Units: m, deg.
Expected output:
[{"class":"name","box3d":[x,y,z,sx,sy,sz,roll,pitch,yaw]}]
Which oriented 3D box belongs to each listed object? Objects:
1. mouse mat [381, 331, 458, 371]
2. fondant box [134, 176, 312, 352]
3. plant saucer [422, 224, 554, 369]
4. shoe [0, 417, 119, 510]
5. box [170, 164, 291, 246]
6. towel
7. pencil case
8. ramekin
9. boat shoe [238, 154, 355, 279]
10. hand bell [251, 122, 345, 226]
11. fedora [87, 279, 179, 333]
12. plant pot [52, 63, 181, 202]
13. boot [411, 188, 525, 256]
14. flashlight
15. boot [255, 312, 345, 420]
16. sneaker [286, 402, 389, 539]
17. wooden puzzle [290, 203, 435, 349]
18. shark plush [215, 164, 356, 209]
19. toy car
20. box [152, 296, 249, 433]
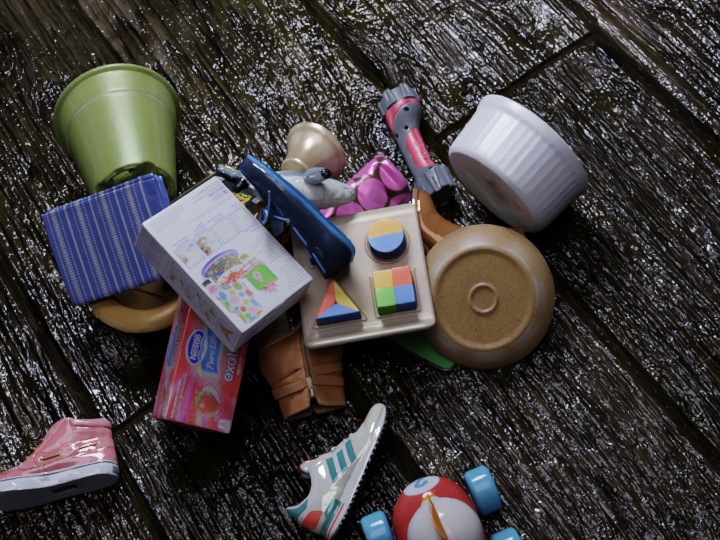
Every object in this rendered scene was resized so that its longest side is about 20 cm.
[{"class":"mouse mat","box3d":[0.111,0.035,1.733,0.159,0.008,0.201,26,68,20]},{"class":"fondant box","box3d":[-0.182,-0.011,1.590,0.200,0.058,0.144,45,51,9]},{"class":"plant saucer","box3d":[0.170,0.038,1.649,0.197,0.035,0.204,0,93,8]},{"class":"shoe","box3d":[-0.437,0.268,1.660,0.197,0.072,0.092,-12,59,-4]},{"class":"box","box3d":[-0.191,-0.070,1.754,0.158,0.050,0.200,28,37,15]},{"class":"towel","box3d":[-0.348,-0.043,1.694,0.197,0.024,0.147,-16,96,19]},{"class":"pencil case","box3d":[-0.004,-0.077,1.766,0.093,0.091,0.200,32,69,25]},{"class":"ramekin","box3d":[0.219,-0.146,1.709,0.200,0.201,0.098,39,81,25]},{"class":"boat shoe","box3d":[-0.096,-0.070,1.603,0.200,0.084,0.069,44,96,6]},{"class":"hand bell","box3d":[-0.112,-0.123,1.758,0.103,0.105,0.200,20,45,18]},{"class":"fedora","box3d":[-0.307,0.021,1.763,0.197,0.082,0.203,-6,58,10]},{"class":"plant pot","box3d":[-0.349,-0.170,1.784,0.197,0.201,0.191,-21,48,-3]},{"class":"boot","box3d":[0.160,-0.044,1.714,0.153,0.077,0.203,-18,66,5]},{"class":"flashlight","box3d":[0.091,-0.192,1.825,0.067,0.068,0.202,-21,59,-6]},{"class":"boot","box3d":[-0.044,0.114,1.671,0.197,0.077,0.157,-15,68,-13]},{"class":"sneaker","box3d":[-0.031,0.257,1.597,0.092,0.071,0.202,21,70,12]},{"class":"wooden puzzle","box3d":[0.000,0.000,1.645,0.182,0.046,0.203,-10,63,3]},{"class":"shark plush","box3d":[-0.109,-0.111,1.692,0.197,0.092,0.083,1,21,15]},{"class":"toy car","box3d":[0.099,0.319,1.470,0.182,0.201,0.179,-22,60,-4]},{"class":"box","box3d":[-0.214,0.116,1.642,0.093,0.102,0.203,15,80,-18]}]
